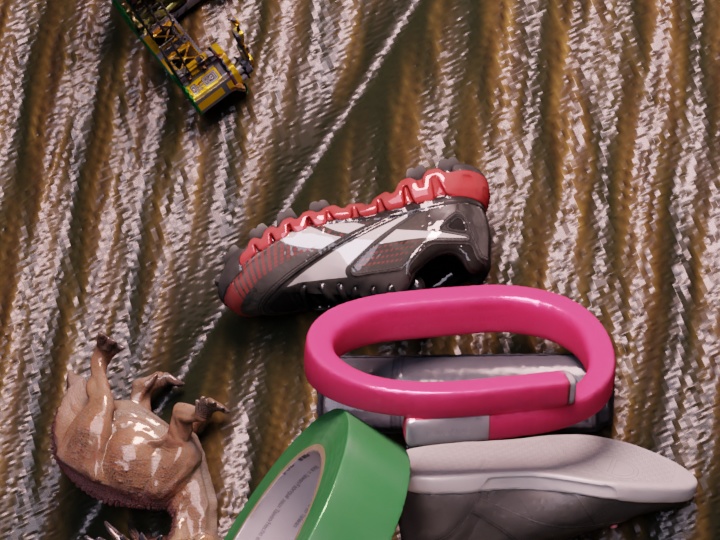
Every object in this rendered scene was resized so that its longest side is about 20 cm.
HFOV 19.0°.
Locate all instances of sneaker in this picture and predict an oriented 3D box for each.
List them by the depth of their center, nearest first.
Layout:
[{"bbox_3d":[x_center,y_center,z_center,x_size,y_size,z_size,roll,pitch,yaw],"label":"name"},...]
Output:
[{"bbox_3d":[0.113,0.163,1.364,0.198,0.071,0.100,0,110,-12],"label":"sneaker"},{"bbox_3d":[0.000,0.000,1.450,0.199,0.071,0.099,-19,63,5],"label":"sneaker"}]

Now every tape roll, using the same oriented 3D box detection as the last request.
[{"bbox_3d":[-0.044,0.181,1.309,0.048,0.200,0.201,33,77,-11],"label":"tape roll"}]

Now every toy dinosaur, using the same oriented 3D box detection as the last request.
[{"bbox_3d":[-0.155,0.131,1.435,0.199,0.086,0.136,28,85,29],"label":"toy dinosaur"}]

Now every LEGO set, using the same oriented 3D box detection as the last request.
[{"bbox_3d":[-0.122,-0.222,1.518,0.116,0.200,0.154,-37,44,-4],"label":"LEGO set"}]

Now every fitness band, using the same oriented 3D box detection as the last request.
[{"bbox_3d":[0.063,0.054,1.354,0.198,0.038,0.144,-4,29,-13],"label":"fitness band"}]

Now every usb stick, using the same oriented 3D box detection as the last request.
[{"bbox_3d":[0.068,0.081,1.421,0.198,0.033,0.056,-1,66,14],"label":"usb stick"}]
